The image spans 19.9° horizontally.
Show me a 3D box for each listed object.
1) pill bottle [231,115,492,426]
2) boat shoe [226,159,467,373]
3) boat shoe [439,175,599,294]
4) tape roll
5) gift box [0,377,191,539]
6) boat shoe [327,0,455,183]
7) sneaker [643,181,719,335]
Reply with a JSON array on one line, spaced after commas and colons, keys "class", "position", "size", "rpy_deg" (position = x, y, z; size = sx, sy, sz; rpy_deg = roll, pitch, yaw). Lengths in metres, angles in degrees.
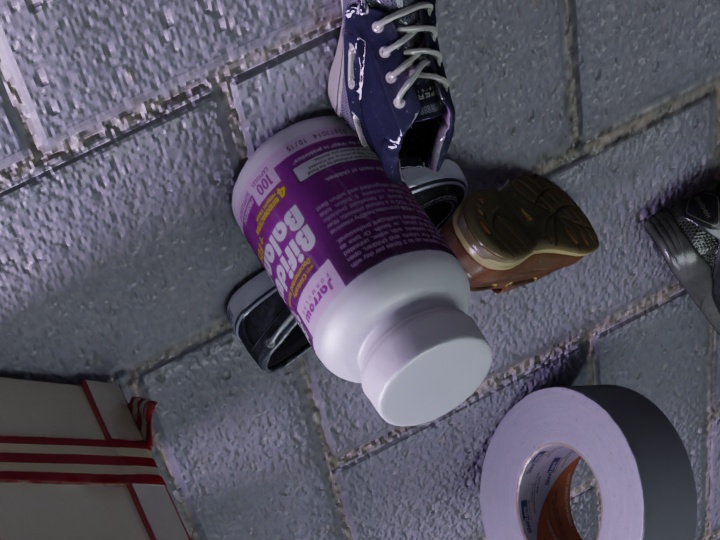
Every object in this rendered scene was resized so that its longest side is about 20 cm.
[{"class": "pill bottle", "position": [0.003, 0.002, 1.349], "size": [0.112, 0.200, 0.112], "rpy_deg": [-22, 144, -17]}, {"class": "boat shoe", "position": [0.000, 0.000, 1.462], "size": [0.200, 0.068, 0.072], "rpy_deg": [-34, 146, 0]}, {"class": "boat shoe", "position": [0.108, -0.022, 1.508], "size": [0.068, 0.072, 0.200], "rpy_deg": [-40, 165, 28]}, {"class": "tape roll", "position": [0.191, 0.197, 1.747], "size": [0.066, 0.200, 0.200], "rpy_deg": [2, 133, -38]}, {"class": "gift box", "position": [-0.220, 0.180, 1.405], "size": [0.187, 0.185, 0.200], "rpy_deg": [11, 133, -43]}, {"class": "boat shoe", "position": [0.029, -0.145, 1.284], "size": [0.075, 0.093, 0.200], "rpy_deg": [-20, 144, -18]}, {"class": "sneaker", "position": [0.318, -0.012, 1.701], "size": [0.114, 0.076, 0.199], "rpy_deg": [-32, 141, 9]}]
